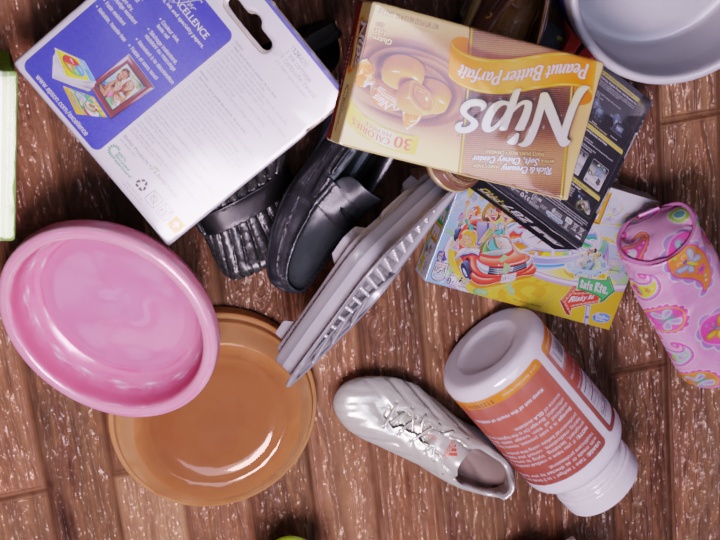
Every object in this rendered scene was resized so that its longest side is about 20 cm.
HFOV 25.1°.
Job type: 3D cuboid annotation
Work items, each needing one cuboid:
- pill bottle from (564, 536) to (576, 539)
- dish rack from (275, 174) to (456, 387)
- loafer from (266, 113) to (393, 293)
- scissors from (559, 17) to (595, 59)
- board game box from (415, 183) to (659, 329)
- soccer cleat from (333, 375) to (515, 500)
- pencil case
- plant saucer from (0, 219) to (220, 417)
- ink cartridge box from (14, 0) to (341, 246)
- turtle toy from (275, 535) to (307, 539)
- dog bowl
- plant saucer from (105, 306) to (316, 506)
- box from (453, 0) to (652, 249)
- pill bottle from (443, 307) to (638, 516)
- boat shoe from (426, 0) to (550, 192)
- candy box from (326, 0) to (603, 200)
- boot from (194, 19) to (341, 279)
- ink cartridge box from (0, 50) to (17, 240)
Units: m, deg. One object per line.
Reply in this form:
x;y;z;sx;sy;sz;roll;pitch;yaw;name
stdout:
0.145;0.346;1.611;0.199;0.111;0.111;-30;114;-2;pill bottle
0.000;0.000;1.403;0.044;0.172;0.200;42;134;5;dish rack
-0.016;-0.069;1.370;0.068;0.070;0.201;24;93;-54;loafer
0.175;-0.185;1.414;0.200;0.014;0.073;-39;100;-37;scissors
0.167;-0.033;1.520;0.199;0.034;0.135;14;105;-19;board game box
0.066;0.159;1.540;0.199;0.078;0.069;27;101;-22;soccer cleat
0.312;0.026;1.534;0.087;0.087;0.200;-36;128;0;pencil case
-0.213;0.035;1.398;0.199;0.051;0.201;8;126;12;plant saucer
-0.144;-0.157;1.323;0.200;0.047;0.198;-38;100;9;ink cartridge box
-0.056;0.340;1.560;0.145;0.101;0.201;-16;113;-9;turtle toy
0.260;-0.264;1.366;0.199;0.079;0.201;-7;122;-11;dog bowl
-0.135;0.133;1.500;0.199;0.037;0.201;-5;111;-14;plant saucer
0.148;-0.137;1.440;0.200;0.049;0.162;33;78;-23;box
0.177;0.140;1.544;0.112;0.112;0.200;-40;114;2;pill bottle
0.108;-0.163;1.357;0.072;0.068;0.201;24;78;-22;boat shoe
0.083;-0.136;1.294;0.199;0.055;0.116;12;98;-15;candy box
-0.072;-0.105;1.404;0.211;0.079;0.158;-34;108;11;boot
-0.386;-0.103;1.326;0.199;0.076;0.149;-1;110;-16;ink cartridge box
